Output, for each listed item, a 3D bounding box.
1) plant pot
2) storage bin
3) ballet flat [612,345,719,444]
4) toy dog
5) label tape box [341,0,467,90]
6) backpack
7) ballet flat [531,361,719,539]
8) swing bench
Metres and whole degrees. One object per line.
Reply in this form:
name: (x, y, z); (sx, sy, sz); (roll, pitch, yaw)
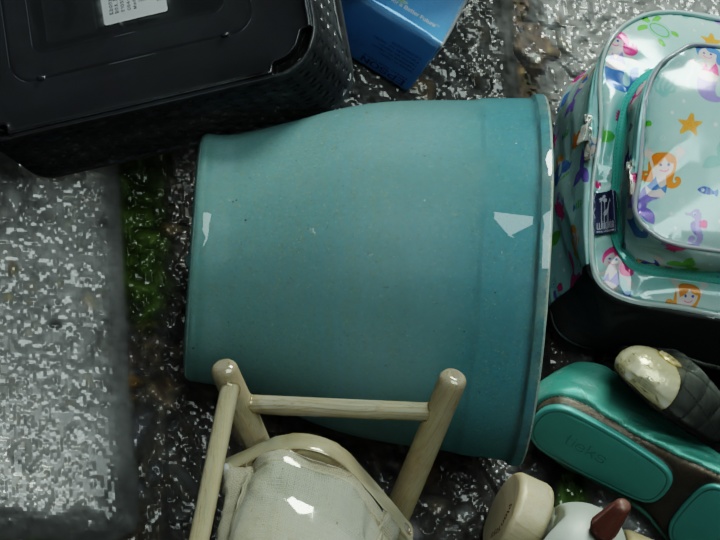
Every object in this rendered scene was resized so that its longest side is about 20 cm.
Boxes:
plant pot: (0.000, 0.000, 1.597); (0.187, 0.200, 0.201); (3, 65, -2)
storage bin: (-0.116, -0.141, 1.605); (0.199, 0.094, 0.136); (-12, 76, 11)
ballet flat: (0.220, 0.068, 1.680); (0.200, 0.057, 0.067); (16, 27, -37)
toy dog: (0.110, 0.197, 1.590); (0.131, 0.096, 0.201); (5, 65, -18)
label tape box: (0.017, -0.227, 1.769); (0.143, 0.066, 0.200); (30, 58, -4)
backpack: (0.200, -0.053, 1.715); (0.177, 0.151, 0.201); (10, 59, -14)
ballet flat: (0.185, 0.115, 1.677); (0.200, 0.067, 0.070); (36, 40, -4)
swing bench: (-0.019, 0.182, 1.470); (0.129, 0.201, 0.199); (2, 35, 5)
